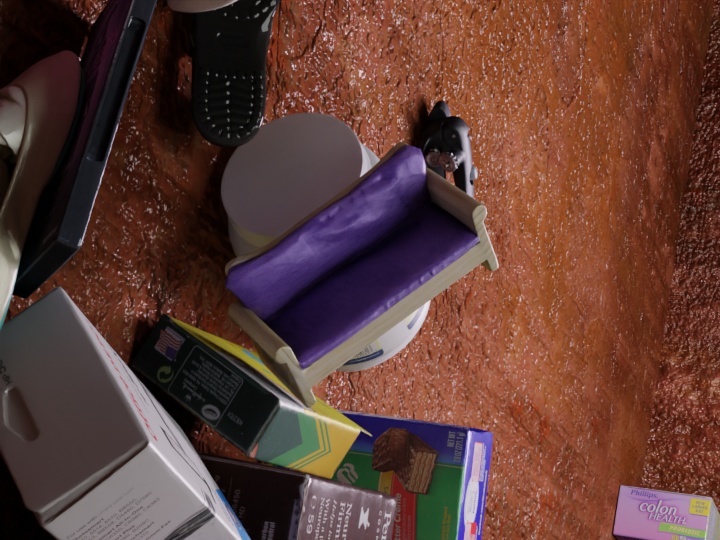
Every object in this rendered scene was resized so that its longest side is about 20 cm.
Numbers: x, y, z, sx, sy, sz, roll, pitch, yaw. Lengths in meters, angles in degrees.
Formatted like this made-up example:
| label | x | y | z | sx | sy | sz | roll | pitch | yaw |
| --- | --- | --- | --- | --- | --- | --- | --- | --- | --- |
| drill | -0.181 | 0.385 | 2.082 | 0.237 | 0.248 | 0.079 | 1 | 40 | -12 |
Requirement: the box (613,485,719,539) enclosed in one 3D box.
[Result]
| label | x | y | z | sx | sy | sz | roll | pitch | yaw |
| --- | --- | --- | --- | --- | --- | --- | --- | --- | --- |
| box | 0.592 | 0.493 | 2.843 | 0.200 | 0.173 | 0.098 | 50 | 49 | -60 |

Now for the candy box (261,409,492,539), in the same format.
| label | x | y | z | sx | sy | sz | roll | pitch | yaw |
| --- | --- | --- | --- | --- | --- | --- | --- | --- | --- |
| candy box | 0.006 | 0.214 | 1.326 | 0.077 | 0.197 | 0.172 | 22 | 74 | -65 |

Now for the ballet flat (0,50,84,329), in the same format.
| label | x | y | z | sx | sy | sz | roll | pitch | yaw |
| --- | --- | --- | --- | --- | --- | --- | --- | --- | --- |
| ballet flat | -0.222 | -0.052 | 0.897 | 0.069 | 0.069 | 0.203 | 46 | 54 | -61 |

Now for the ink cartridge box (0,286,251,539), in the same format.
| label | x | y | z | sx | sy | sz | roll | pitch | yaw |
| --- | --- | --- | --- | --- | --- | --- | --- | --- | --- |
| ink cartridge box | -0.158 | 0.127 | 0.963 | 0.084 | 0.146 | 0.201 | -35 | 144 | -5 |

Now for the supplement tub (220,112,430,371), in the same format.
| label | x | y | z | sx | sy | sz | roll | pitch | yaw |
| --- | --- | --- | --- | --- | --- | --- | --- | --- | --- |
| supplement tub | -0.028 | -0.023 | 1.260 | 0.201 | 0.143 | 0.146 | 64 | 38 | -52 |

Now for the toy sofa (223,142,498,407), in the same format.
| label | x | y | z | sx | sy | sz | roll | pitch | yaw |
| --- | --- | --- | --- | --- | --- | --- | --- | --- | --- |
| toy sofa | 0.000 | 0.000 | 1.128 | 0.199 | 0.083 | 0.098 | -35 | 129 | -14 |

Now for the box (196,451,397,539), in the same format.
| label | x | y | z | sx | sy | sz | roll | pitch | yaw |
| --- | --- | --- | --- | --- | --- | --- | --- | --- | --- |
| box | -0.089 | 0.234 | 1.145 | 0.200 | 0.162 | 0.168 | 31 | 67 | -65 |

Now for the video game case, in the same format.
| label | x | y | z | sx | sy | sz | roll | pitch | yaw |
| --- | --- | --- | --- | --- | --- | --- | --- | --- | --- |
| video game case | -0.172 | -0.092 | 0.937 | 0.143 | 0.019 | 0.203 | -28 | -134 | 62 |

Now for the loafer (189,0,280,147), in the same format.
| label | x | y | z | sx | sy | sz | roll | pitch | yaw |
| --- | --- | --- | --- | --- | --- | --- | --- | --- | --- |
| loafer | -0.104 | -0.188 | 1.155 | 0.071 | 0.072 | 0.203 | 142 | -42 | -70 |

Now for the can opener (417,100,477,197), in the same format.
| label | x | y | z | sx | sy | sz | roll | pitch | yaw |
| --- | --- | --- | --- | --- | --- | --- | --- | --- | --- |
| can opener | 0.104 | -0.088 | 1.671 | 0.079 | 0.063 | 0.202 | -55 | 143 | -51 |

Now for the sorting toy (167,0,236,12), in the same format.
| label | x | y | z | sx | sy | sz | roll | pitch | yaw |
| --- | --- | --- | --- | --- | --- | --- | --- | --- | --- |
| sorting toy | -0.081 | -0.280 | 1.025 | 0.201 | 0.178 | 0.108 | 60 | 42 | -55 |

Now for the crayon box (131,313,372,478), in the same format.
| label | x | y | z | sx | sy | sz | roll | pitch | yaw |
| --- | --- | --- | --- | --- | --- | --- | --- | --- | --- |
| crayon box | -0.080 | 0.105 | 1.178 | 0.051 | 0.126 | 0.200 | -57 | 155 | 1 |
